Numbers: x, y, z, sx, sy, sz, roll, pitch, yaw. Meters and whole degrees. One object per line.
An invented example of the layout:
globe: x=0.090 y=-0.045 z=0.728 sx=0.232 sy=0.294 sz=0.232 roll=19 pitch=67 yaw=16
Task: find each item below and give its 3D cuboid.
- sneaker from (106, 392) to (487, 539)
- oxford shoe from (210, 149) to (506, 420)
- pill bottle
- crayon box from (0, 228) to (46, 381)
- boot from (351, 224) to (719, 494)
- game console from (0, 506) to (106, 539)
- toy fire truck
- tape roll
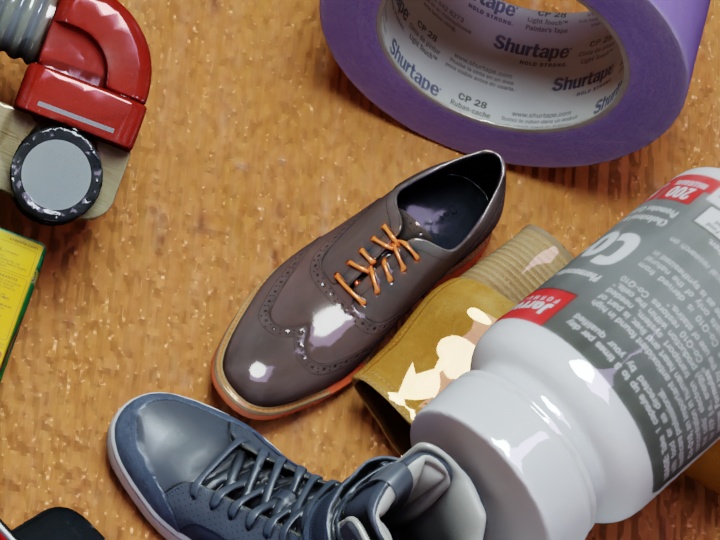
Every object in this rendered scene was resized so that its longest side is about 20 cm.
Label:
sneaker: x=-0.027 y=0.105 z=1.324 sx=0.202 sy=0.146 sz=0.077 roll=38 pitch=60 yaw=6
oxford shoe: x=0.000 y=0.000 z=1.430 sx=0.071 sy=0.073 sz=0.200 roll=43 pitch=59 yaw=7
pill bottle: x=0.126 y=0.048 z=1.346 sx=0.200 sy=0.114 sz=0.114 roll=-37 pitch=78 yaw=-25
crayon box: x=-0.265 y=0.014 z=1.344 sx=0.199 sy=0.058 sz=0.119 roll=20 pitch=58 yaw=-7
boot: x=0.101 y=0.088 z=1.428 sx=0.201 sy=0.071 sz=0.144 roll=45 pitch=70 yaw=2
game console: x=-0.092 y=0.175 z=1.245 sx=0.200 sy=0.119 sz=0.172 roll=46 pitch=31 yaw=9
toy fire truck: x=-0.181 y=-0.138 z=1.400 sx=0.175 sy=0.129 sz=0.201 roll=20 pitch=88 yaw=-6
tape roll: x=0.084 y=-0.147 z=1.462 sx=0.199 sy=0.200 sz=0.085 roll=21 pitch=59 yaw=-6
